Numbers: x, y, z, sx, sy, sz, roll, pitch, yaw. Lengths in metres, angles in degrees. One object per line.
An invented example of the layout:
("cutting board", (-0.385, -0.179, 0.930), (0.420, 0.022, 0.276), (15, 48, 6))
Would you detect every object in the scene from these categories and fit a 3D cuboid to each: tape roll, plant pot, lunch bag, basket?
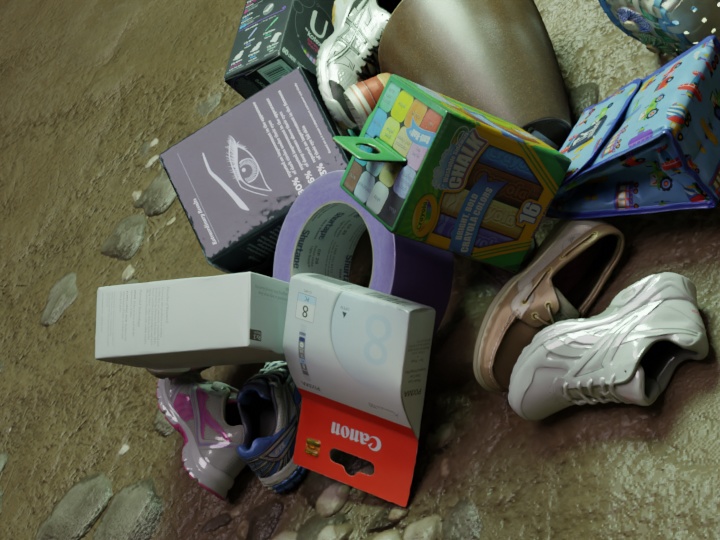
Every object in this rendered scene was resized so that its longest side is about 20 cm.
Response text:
("tape roll", (0.000, 0.000, 1.523), (0.199, 0.085, 0.202), (-12, 75, 48))
("plant pot", (0.141, -0.191, 1.548), (0.187, 0.187, 0.201), (-39, 52, 15))
("lunch bag", (0.260, -0.119, 1.396), (0.199, 0.094, 0.151), (-17, 31, 45))
("basket", (0.297, -0.306, 1.460), (0.139, 0.176, 0.200), (-46, 47, 11))

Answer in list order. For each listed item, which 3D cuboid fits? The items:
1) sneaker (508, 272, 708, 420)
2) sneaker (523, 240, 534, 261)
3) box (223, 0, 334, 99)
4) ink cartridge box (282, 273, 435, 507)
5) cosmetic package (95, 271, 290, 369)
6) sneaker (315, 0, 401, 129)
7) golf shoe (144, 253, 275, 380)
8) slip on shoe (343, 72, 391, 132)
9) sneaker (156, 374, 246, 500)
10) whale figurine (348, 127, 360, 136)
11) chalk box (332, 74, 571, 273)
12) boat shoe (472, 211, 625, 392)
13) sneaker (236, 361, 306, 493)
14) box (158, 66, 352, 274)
("sneaker", (0.219, 0.087, 1.289), (0.199, 0.078, 0.100), (-35, 42, 21))
("sneaker", (0.103, -0.044, 1.533), (0.105, 0.075, 0.200), (-58, 43, 20))
("box", (-0.085, -0.307, 1.911), (0.106, 0.122, 0.201), (-17, 48, 37))
("ink cartridge box", (-0.012, 0.117, 1.429), (0.159, 0.047, 0.202), (15, 101, 39))
("cosmetic package", (-0.167, 0.056, 1.518), (0.198, 0.113, 0.082), (-7, 77, 27))
("sneaker", (0.008, -0.252, 1.634), (0.087, 0.076, 0.201), (-12, 54, 29))
("golf shoe", (-0.164, 0.047, 1.647), (0.199, 0.093, 0.073), (-32, 52, -22))
("slip on shoe", (0.039, -0.143, 1.588), (0.061, 0.200, 0.074), (-31, 55, -2))
("sneaker", (-0.163, 0.164, 1.631), (0.088, 0.081, 0.200), (-40, 44, 7))
("whale figurine", (0.008, -0.218, 1.750), (0.199, 0.104, 0.160), (15, 71, 53))
("chalk box", (0.071, -0.098, 1.363), (0.125, 0.199, 0.125), (-64, 35, 12))
("boat shoe", (0.179, 0.031, 1.377), (0.201, 0.074, 0.066), (-57, 31, -9))
("sneaker", (-0.088, 0.133, 1.564), (0.077, 0.085, 0.201), (-23, 43, 32))
("box", (-0.103, -0.109, 1.644), (0.199, 0.104, 0.149), (-29, 74, 11))
